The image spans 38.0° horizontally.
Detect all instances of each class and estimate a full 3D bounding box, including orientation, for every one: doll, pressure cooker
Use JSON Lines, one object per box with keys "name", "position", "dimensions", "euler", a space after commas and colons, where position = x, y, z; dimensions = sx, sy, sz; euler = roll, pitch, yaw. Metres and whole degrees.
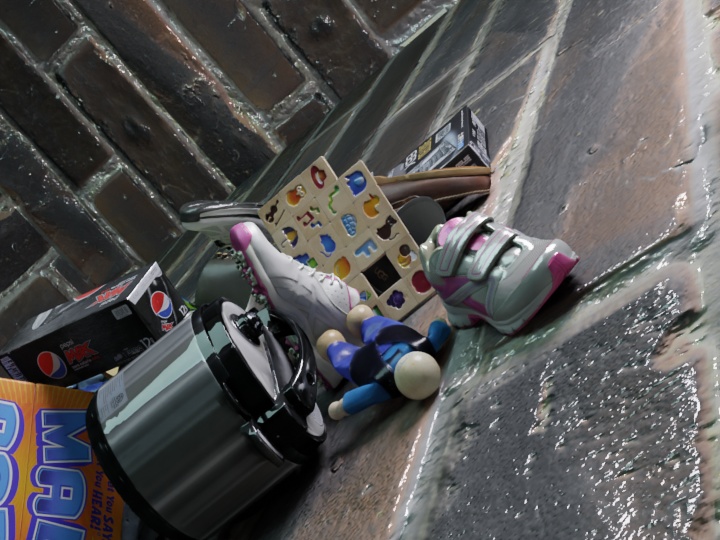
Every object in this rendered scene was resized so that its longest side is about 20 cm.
{"name": "doll", "position": [0.020, 0.083, 0.949], "dimensions": [0.136, 0.049, 0.200], "euler": [-40, 18, -13]}
{"name": "pressure cooker", "position": [-0.124, 0.126, 0.945], "dimensions": [0.199, 0.177, 0.179], "euler": [-39, -18, 5]}

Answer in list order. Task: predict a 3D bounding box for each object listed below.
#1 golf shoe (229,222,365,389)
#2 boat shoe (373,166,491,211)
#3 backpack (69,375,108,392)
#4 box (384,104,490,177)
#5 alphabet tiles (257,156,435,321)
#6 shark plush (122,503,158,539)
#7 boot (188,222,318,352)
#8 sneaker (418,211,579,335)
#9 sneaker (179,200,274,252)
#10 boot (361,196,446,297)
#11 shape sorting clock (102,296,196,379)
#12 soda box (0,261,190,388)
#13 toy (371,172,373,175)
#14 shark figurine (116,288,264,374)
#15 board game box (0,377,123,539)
{"name": "golf shoe", "position": [-0.057, 0.022, 1.052], "dimensions": [0.091, 0.201, 0.075], "euler": [-37, 26, -10]}
{"name": "boat shoe", "position": [0.065, -0.084, 1.251], "dimensions": [0.197, 0.072, 0.070], "euler": [-6, -1, 27]}
{"name": "backpack", "position": [-0.268, 0.165, 1.263], "dimensions": [0.188, 0.201, 0.155], "euler": [-26, 27, 17]}
{"name": "box", "position": [0.097, -0.127, 1.378], "dimensions": [0.157, 0.050, 0.201], "euler": [-39, 14, 19]}
{"name": "alphabet tiles", "position": [-0.027, -0.015, 1.125], "dimensions": [0.167, 0.201, 0.008], "euler": [-38, -19, 15]}
{"name": "shark plush", "position": [-0.230, 0.246, 1.076], "dimensions": [0.083, 0.090, 0.201], "euler": [-47, 9, 50]}
{"name": "boot", "position": [-0.109, -0.021, 1.203], "dimensions": [0.202, 0.137, 0.077], "euler": [-64, -25, -9]}
{"name": "sneaker", "position": [0.104, -0.003, 0.883], "dimensions": [0.081, 0.088, 0.199], "euler": [-47, 14, -21]}
{"name": "sneaker", "position": [-0.137, -0.024, 1.272], "dimensions": [0.075, 0.118, 0.199], "euler": [6, 3, 41]}
{"name": "boot", "position": [0.000, 0.000, 1.226], "dimensions": [0.201, 0.069, 0.174], "euler": [-50, 15, -20]}
{"name": "shape sorting clock", "position": [-0.221, 0.085, 1.190], "dimensions": [0.201, 0.197, 0.040], "euler": [-69, -2, -63]}
{"name": "soda box", "position": [-0.271, 0.063, 1.052], "dimensions": [0.198, 0.064, 0.071], "euler": [-21, 24, 29]}
{"name": "toy", "position": [-0.039, -0.029, 1.350], "dimensions": [0.047, 0.116, 0.200], "euler": [19, 48, 24]}
{"name": "shark figurine", "position": [-0.150, 0.073, 1.078], "dimensions": [0.089, 0.212, 0.131], "euler": [4, 88, 59]}
{"name": "board game box", "position": [-0.365, 0.240, 1.056], "dimensions": [0.200, 0.197, 0.203], "euler": [-36, 48, 49]}
